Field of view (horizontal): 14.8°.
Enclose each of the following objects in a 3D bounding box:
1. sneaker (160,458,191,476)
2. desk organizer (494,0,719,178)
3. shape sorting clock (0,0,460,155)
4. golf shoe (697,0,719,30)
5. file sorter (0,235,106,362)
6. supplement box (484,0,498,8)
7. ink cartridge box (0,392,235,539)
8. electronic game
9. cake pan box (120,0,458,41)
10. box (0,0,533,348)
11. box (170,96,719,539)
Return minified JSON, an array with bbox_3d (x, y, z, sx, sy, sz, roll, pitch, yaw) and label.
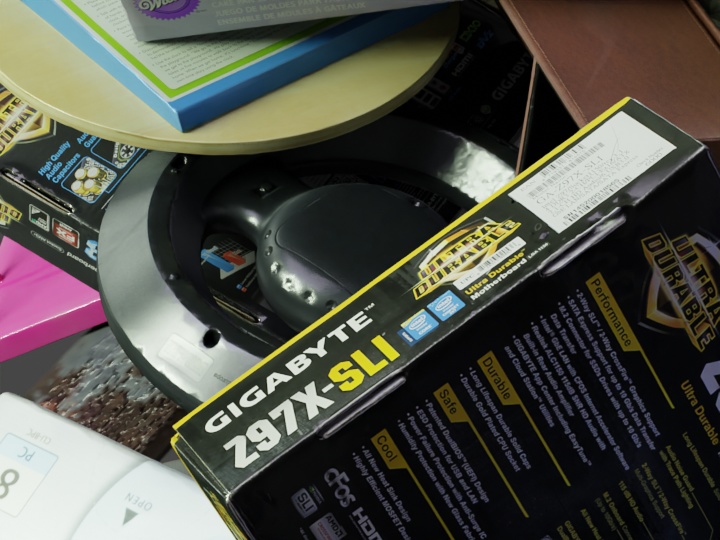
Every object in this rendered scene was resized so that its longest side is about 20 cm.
[{"bbox_3d":[-0.071,0.106,1.016,0.200,0.077,0.082,-5,27,23],"label":"sneaker"},{"bbox_3d":[0.089,-0.073,1.065,0.077,0.072,0.200,-4,35,-16],"label":"desk organizer"},{"bbox_3d":[-0.059,-0.109,1.115,0.200,0.039,0.200,3,44,-3],"label":"shape sorting clock"},{"bbox_3d":[0.180,-0.071,1.066,0.097,0.078,0.200,-9,21,-16],"label":"golf shoe"},{"bbox_3d":[-0.135,-0.078,1.303,0.139,0.125,0.200,-20,30,19],"label":"file sorter"},{"bbox_3d":[0.030,-0.233,1.290,0.134,0.200,0.200,-34,34,-5],"label":"supplement box"},{"bbox_3d":[-0.110,0.152,0.905,0.160,0.047,0.200,22,68,34],"label":"ink cartridge box"},{"bbox_3d":[0.000,0.000,1.047,0.200,0.042,0.200,5,41,-4],"label":"electronic game"},{"bbox_3d":[-0.004,-0.182,1.083,0.200,0.052,0.184,-8,52,6],"label":"cake pan box"},{"bbox_3d":[-0.042,-0.063,1.151,0.198,0.050,0.200,29,57,14],"label":"box"},{"bbox_3d":[0.063,0.078,0.777,0.160,0.200,0.049,-37,30,-9],"label":"box"}]
